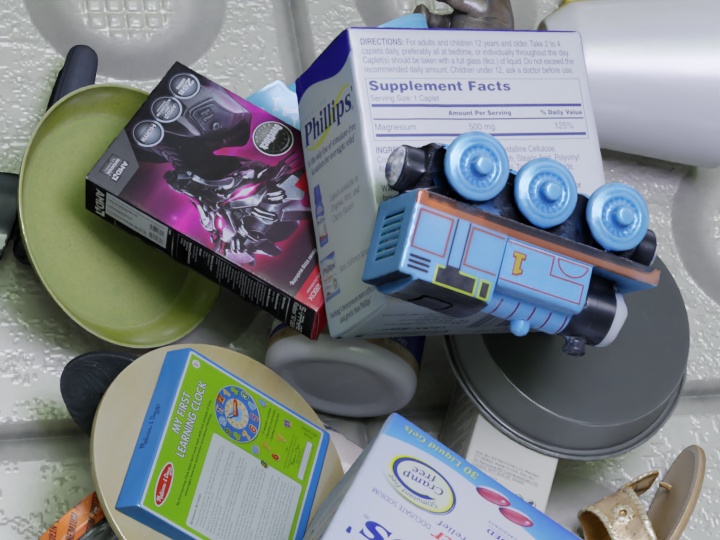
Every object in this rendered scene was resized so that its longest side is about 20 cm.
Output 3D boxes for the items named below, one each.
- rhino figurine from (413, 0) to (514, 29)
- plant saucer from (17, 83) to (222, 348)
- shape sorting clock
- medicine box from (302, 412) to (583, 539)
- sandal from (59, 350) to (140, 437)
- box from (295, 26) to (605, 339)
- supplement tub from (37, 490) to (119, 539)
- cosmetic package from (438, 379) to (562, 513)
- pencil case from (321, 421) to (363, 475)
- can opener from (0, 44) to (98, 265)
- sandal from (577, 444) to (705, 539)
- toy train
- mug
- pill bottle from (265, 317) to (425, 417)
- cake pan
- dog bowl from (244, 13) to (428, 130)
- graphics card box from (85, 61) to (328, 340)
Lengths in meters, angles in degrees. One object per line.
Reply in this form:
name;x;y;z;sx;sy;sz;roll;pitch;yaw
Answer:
rhino figurine;0.091;-0.204;1.829;0.087;0.060;0.200;24;58;-25
plant saucer;-0.181;-0.039;1.643;0.200;0.031;0.200;14;69;-42
shape sorting clock;-0.096;0.142;1.512;0.200;0.039;0.200;21;52;-30
medicine box;0.046;0.218;1.425;0.182;0.103;0.200;34;28;-1
sandal;-0.132;0.134;1.550;0.200;0.075;0.048;46;17;-5
box;0.067;-0.061;1.546;0.184;0.105;0.200;-1;75;-23
supplement tub;-0.135;0.247;1.509;0.123;0.123;0.200;-37;80;-28
cosmetic package;0.112;0.106;1.664;0.071;0.105;0.200;23;62;-8
pencil case;-0.058;0.144;1.608;0.200;0.078;0.089;32;80;0
can opener;-0.234;-0.089;1.672;0.079;0.063;0.200;27;59;-19
sandal;0.192;0.205;1.656;0.070;0.078;0.212;30;65;-8
toy train;0.101;-0.016;1.445;0.200;0.087;0.114;19;79;-20
mug;0.220;-0.163;1.828;0.153;0.187;0.150;2;97;-7
pill bottle;0.000;0.000;1.673;0.116;0.116;0.200;16;62;-10
cake pan;0.158;0.041;1.631;0.200;0.037;0.200;8;64;-16
dog bowl;-0.024;-0.129;1.717;0.200;0.111;0.050;-28;82;-12
graphics card box;-0.084;-0.052;1.597;0.200;0.051;0.126;30;63;10
